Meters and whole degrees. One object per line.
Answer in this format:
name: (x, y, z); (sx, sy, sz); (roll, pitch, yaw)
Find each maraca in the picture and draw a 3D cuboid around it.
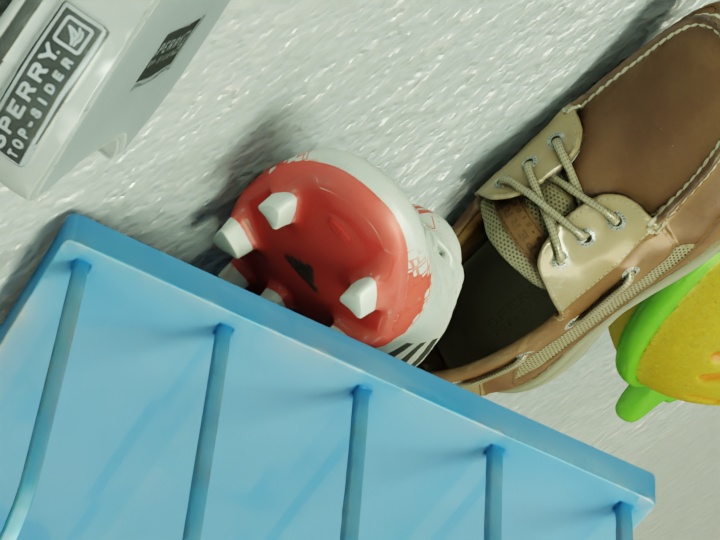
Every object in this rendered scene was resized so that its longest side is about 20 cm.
maraca: (0.158, 0.005, 1.033); (0.137, 0.107, 0.200); (-34, 162, -13)

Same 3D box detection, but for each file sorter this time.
file sorter: (-0.032, 0.106, 0.730); (0.139, 0.200, 0.123); (-53, -160, 37)

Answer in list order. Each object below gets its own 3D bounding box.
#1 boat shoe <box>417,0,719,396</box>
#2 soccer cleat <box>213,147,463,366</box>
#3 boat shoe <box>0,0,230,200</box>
boat shoe: (0.080, -0.017, 0.895); (0.072, 0.076, 0.200); (-14, 149, -46)
soccer cleat: (0.000, 0.000, 0.808); (0.085, 0.069, 0.200); (-40, 167, -20)
boat shoe: (-0.067, -0.062, 0.517); (0.074, 0.068, 0.199); (-54, -178, 15)
